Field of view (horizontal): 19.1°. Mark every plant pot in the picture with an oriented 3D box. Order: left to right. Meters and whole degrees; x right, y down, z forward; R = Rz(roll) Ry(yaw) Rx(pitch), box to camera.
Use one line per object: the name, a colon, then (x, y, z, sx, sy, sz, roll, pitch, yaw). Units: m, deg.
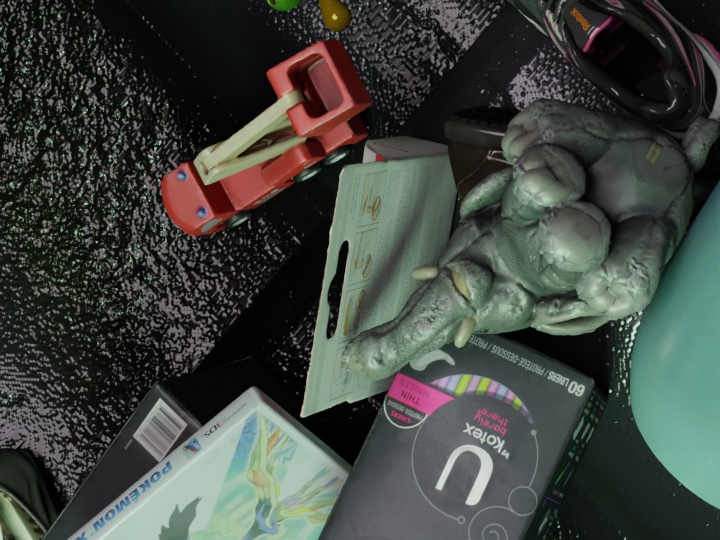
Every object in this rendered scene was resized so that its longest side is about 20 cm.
plant pot: (0.255, 0.053, 1.272, 0.201, 0.200, 0.161, 44, 123, 14)

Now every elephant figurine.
elephant figurine: (0.101, -0.012, 1.295, 0.200, 0.155, 0.142, -45, 32, 52)

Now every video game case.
video game case: (-0.085, 0.181, 1.421, 0.182, 0.200, 0.022, -40, 47, 6)

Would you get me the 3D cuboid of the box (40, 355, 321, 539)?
box: (-0.136, 0.164, 1.486, 0.079, 0.141, 0.200, 42, 111, 13)

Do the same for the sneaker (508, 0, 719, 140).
sneaker: (0.151, -0.161, 1.343, 0.200, 0.086, 0.080, 41, 109, 23)

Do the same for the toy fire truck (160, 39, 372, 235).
toy fire truck: (-0.065, -0.083, 1.425, 0.200, 0.141, 0.049, -31, 83, 24)

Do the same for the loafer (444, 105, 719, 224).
loafer: (0.147, -0.055, 1.379, 0.199, 0.073, 0.072, 15, 112, 27)

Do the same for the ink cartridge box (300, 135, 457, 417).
ink cartridge box: (0.000, 0.000, 1.373, 0.050, 0.200, 0.162, 13, 101, 24)

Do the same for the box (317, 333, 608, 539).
box: (0.062, 0.141, 1.376, 0.122, 0.106, 0.201, 24, 87, 14)

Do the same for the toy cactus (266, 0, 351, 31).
toy cactus: (-0.037, -0.256, 1.429, 0.200, 0.102, 0.166, 25, 96, 29)

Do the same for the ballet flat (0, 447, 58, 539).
ballet flat: (-0.236, 0.225, 1.577, 0.068, 0.068, 0.200, -42, 78, 34)
